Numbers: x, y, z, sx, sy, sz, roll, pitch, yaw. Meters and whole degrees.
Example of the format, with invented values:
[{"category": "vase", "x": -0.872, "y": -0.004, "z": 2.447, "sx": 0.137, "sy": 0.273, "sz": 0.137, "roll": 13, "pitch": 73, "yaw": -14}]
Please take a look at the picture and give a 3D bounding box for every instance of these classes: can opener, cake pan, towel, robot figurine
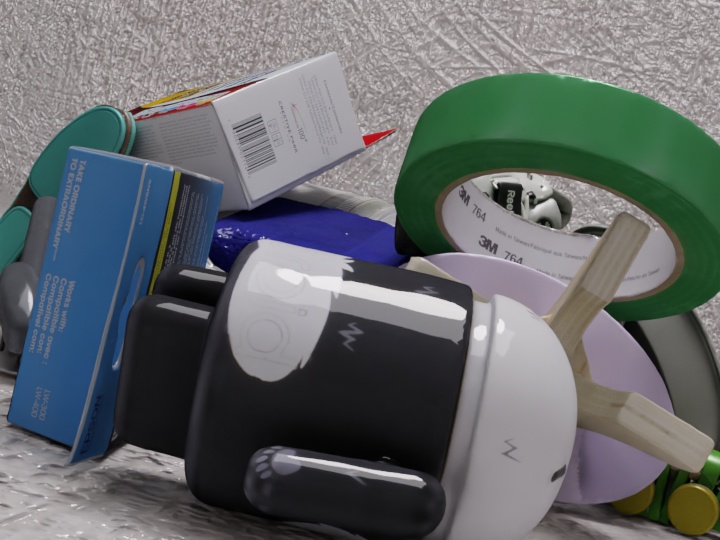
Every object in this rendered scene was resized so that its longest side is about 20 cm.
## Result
[{"category": "can opener", "x": -0.202, "y": -0.003, "z": 0.792, "sx": 0.053, "sy": 0.067, "sz": 0.200, "roll": -1, "pitch": 34, "yaw": -7}, {"category": "cake pan", "x": 0.187, "y": 0.065, "z": 0.877, "sx": 0.037, "sy": 0.200, "sz": 0.200, "roll": -22, "pitch": 15, "yaw": -17}, {"category": "towel", "x": 0.000, "y": 0.000, "z": 0.869, "sx": 0.200, "sy": 0.050, "sz": 0.148, "roll": 16, "pitch": 17, "yaw": 15}, {"category": "robot figurine", "x": -0.005, "y": 0.059, "z": 0.541, "sx": 0.200, "sy": 0.150, "sz": 0.125, "roll": 13, "pitch": -31, "yaw": 2}]

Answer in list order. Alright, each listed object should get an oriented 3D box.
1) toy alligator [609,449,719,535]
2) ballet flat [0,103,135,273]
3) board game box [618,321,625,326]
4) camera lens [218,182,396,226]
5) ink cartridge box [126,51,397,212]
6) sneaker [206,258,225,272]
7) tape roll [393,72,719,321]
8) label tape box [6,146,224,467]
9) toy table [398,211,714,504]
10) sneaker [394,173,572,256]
[{"category": "toy alligator", "x": 0.220, "y": 0.136, "z": 0.747, "sx": 0.200, "sy": 0.054, "sz": 0.059, "roll": 14, "pitch": 3, "yaw": 23}, {"category": "ballet flat", "x": -0.231, "y": -0.044, "z": 0.928, "sx": 0.067, "sy": 0.200, "sz": 0.070, "roll": 46, "pitch": 9, "yaw": 25}, {"category": "board game box", "x": 0.118, "y": 0.073, "z": 0.888, "sx": 0.032, "sy": 0.120, "sz": 0.200, "roll": 7, "pitch": 4, "yaw": -22}, {"category": "camera lens", "x": -0.044, "y": 0.007, "z": 1.037, "sx": 0.200, "sy": 0.160, "sz": 0.160, "roll": 15, "pitch": 3, "yaw": 30}, {"category": "ink cartridge box", "x": -0.102, "y": -0.108, "z": 0.963, "sx": 0.200, "sy": 0.084, "sz": 0.176, "roll": -3, "pitch": 20, "yaw": 45}, {"category": "sneaker", "x": -0.138, "y": 0.006, "z": 0.797, "sx": 0.087, "sy": 0.075, "sz": 0.200, "roll": -18, "pitch": 45, "yaw": -23}, {"category": "tape roll", "x": 0.121, "y": -0.037, "z": 0.718, "sx": 0.200, "sy": 0.048, "sz": 0.200, "roll": 15, "pitch": -24, "yaw": 7}, {"category": "label tape box", "x": -0.131, "y": 0.012, "z": 0.629, "sx": 0.066, "sy": 0.143, "sz": 0.200, "roll": 14, "pitch": 2, "yaw": 4}, {"category": "toy table", "x": 0.096, "y": 0.058, "z": 0.685, "sx": 0.200, "sy": 0.184, "sz": 0.117, "roll": 20, "pitch": -11, "yaw": 2}, {"category": "sneaker", "x": 0.095, "y": -0.045, "z": 0.861, "sx": 0.088, "sy": 0.074, "sz": 0.200, "roll": 18, "pitch": 19, "yaw": 26}]
